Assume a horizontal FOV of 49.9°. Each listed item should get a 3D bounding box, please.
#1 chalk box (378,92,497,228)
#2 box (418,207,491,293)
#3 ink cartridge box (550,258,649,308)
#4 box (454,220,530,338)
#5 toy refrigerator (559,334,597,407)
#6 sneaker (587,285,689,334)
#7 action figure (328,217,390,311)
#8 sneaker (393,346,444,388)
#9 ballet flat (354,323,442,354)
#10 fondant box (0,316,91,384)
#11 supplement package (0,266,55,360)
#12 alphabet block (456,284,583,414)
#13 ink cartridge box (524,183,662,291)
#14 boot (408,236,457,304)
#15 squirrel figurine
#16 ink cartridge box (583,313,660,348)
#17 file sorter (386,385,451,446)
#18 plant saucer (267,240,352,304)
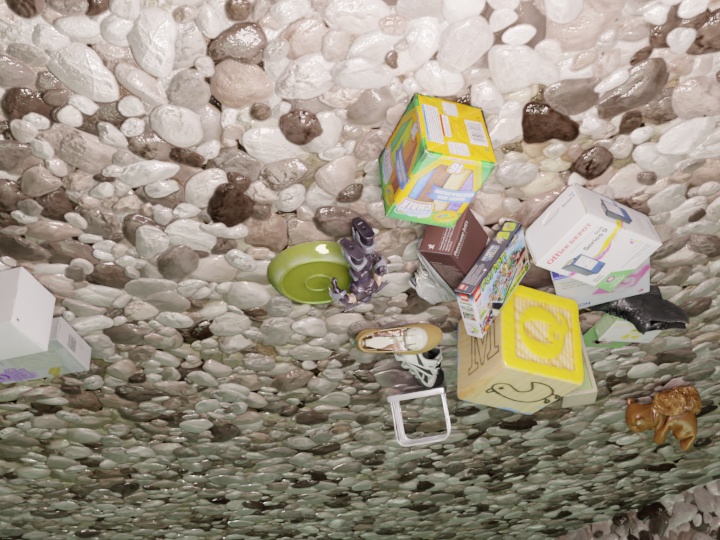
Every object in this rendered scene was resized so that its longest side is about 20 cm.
[{"bbox_3d":[0.105,-0.154,1.215,0.122,0.126,0.201,8,142,-21],"label":"chalk box"},{"bbox_3d":[0.189,-0.029,1.419,0.074,0.101,0.200,8,158,36],"label":"box"},{"bbox_3d":[0.493,0.006,1.592,0.194,0.044,0.200,-15,146,13],"label":"ink cartridge box"},{"bbox_3d":[0.244,0.014,1.412,0.034,0.200,0.111,13,139,36],"label":"box"},{"bbox_3d":[0.462,0.193,1.716,0.075,0.202,0.070,-9,146,5],"label":"toy refrigerator"},{"bbox_3d":[0.598,0.091,1.675,0.197,0.105,0.060,-7,147,1],"label":"sneaker"},{"bbox_3d":[0.000,0.000,1.442,0.130,0.069,0.201,-43,153,-26],"label":"action figure"},{"bbox_3d":[0.163,0.216,1.812,0.088,0.075,0.200,-22,144,25],"label":"sneaker"},{"bbox_3d":[0.086,0.157,1.707,0.197,0.070,0.063,-7,180,1],"label":"ballet flat"},{"bbox_3d":[-0.685,0.169,1.611,0.197,0.059,0.145,-9,146,5],"label":"fondant box"},{"bbox_3d":[-0.694,0.091,1.438,0.197,0.122,0.120,-11,146,8],"label":"supplement package"},{"bbox_3d":[0.330,0.167,1.627,0.193,0.198,0.200,13,148,-16],"label":"alphabet block"},{"bbox_3d":[0.427,-0.057,1.428,0.198,0.088,0.146,19,130,-27],"label":"ink cartridge box"},{"bbox_3d":[0.133,0.010,1.507,0.095,0.074,0.200,-19,140,23],"label":"boot"},{"bbox_3d":[0.844,0.391,2.164,0.184,0.142,0.202,9,130,-5],"label":"squirrel figurine"},{"bbox_3d":[0.612,0.148,1.815,0.144,0.048,0.201,4,142,-17],"label":"ink cartridge box"},{"bbox_3d":[0.152,0.358,1.908,0.137,0.126,0.200,-11,171,7],"label":"file sorter"},{"bbox_3d":[-0.083,0.014,1.512,0.197,0.031,0.201,-5,146,-3],"label":"plant saucer"}]
